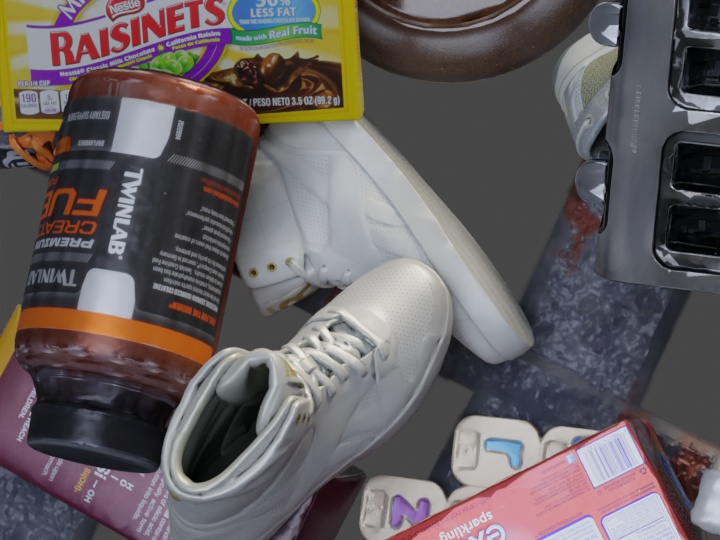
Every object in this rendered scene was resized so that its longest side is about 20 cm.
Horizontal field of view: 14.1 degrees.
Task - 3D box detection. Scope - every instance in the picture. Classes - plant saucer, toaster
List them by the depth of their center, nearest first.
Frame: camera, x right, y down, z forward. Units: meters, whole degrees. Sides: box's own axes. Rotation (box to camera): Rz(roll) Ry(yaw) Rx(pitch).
[{"bbox_3d":[0.215,-0.076,1.486,0.200,0.119,0.181,7,103,12],"label":"toaster"},{"bbox_3d":[0.050,-0.207,1.646,0.200,0.032,0.201,-1,86,11],"label":"plant saucer"}]

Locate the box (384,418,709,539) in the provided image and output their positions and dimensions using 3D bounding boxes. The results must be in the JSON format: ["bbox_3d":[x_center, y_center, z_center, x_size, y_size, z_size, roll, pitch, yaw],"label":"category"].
[{"bbox_3d":[0.084,0.167,1.569,0.200,0.095,0.103,-28,82,10],"label":"box"}]

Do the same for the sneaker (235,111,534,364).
[{"bbox_3d":[0.000,0.000,1.628,0.116,0.074,0.200,-43,70,8],"label":"sneaker"}]

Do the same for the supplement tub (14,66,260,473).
[{"bbox_3d":[-0.120,0.002,1.528,0.107,0.107,0.200,8,77,12],"label":"supplement tub"}]

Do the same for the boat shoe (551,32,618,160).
[{"bbox_3d":[0.199,-0.126,1.577,0.202,0.074,0.065,-27,43,13],"label":"boat shoe"}]

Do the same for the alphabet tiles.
[{"bbox_3d":[0.091,0.184,1.623,0.195,0.015,0.200,6,88,13],"label":"alphabet tiles"}]

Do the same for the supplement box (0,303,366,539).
[{"bbox_3d":[-0.110,0.103,1.621,0.200,0.110,0.086,29,93,12],"label":"supplement box"}]

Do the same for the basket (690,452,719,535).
[{"bbox_3d":[0.287,0.105,1.526,0.200,0.136,0.124,17,88,12],"label":"basket"}]

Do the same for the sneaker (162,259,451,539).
[{"bbox_3d":[-0.024,0.059,1.497,0.074,0.116,0.200,36,73,16],"label":"sneaker"}]

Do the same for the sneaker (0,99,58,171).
[{"bbox_3d":[-0.152,-0.054,1.665,0.112,0.078,0.200,-14,73,15],"label":"sneaker"}]

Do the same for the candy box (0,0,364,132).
[{"bbox_3d":[-0.101,-0.129,1.594,0.200,0.026,0.102,-2,105,4],"label":"candy box"}]
